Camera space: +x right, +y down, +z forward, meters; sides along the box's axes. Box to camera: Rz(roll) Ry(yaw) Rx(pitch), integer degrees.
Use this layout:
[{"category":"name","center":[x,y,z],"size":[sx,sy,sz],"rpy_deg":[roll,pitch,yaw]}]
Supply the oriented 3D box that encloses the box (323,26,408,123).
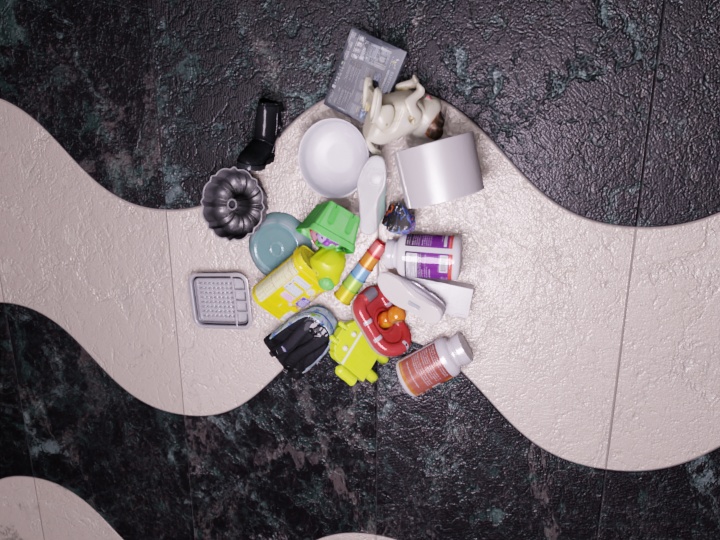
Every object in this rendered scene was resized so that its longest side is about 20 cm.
[{"category":"box","center":[0.014,-0.486,1.372],"size":[0.155,0.051,0.203],"rpy_deg":[25,108,6]}]

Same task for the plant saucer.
[{"category":"plant saucer","center":[-0.237,-0.064,1.547],"size":[0.195,0.036,0.205],"rpy_deg":[3,105,12]}]

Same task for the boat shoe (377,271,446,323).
[{"category":"boat shoe","center":[0.137,0.061,1.418],"size":[0.198,0.068,0.073],"rpy_deg":[28,122,18]}]

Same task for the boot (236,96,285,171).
[{"category":"boot","center":[-0.256,-0.355,1.399],"size":[0.072,0.199,0.165],"rpy_deg":[16,114,5]}]

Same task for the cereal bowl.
[{"category":"cereal bowl","center":[-0.063,-0.296,1.421],"size":[0.196,0.083,0.205],"rpy_deg":[3,104,12]}]

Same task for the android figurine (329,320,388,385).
[{"category":"android figurine","center":[-0.007,0.222,1.506],"size":[0.200,0.041,0.183],"rpy_deg":[45,69,-25]}]

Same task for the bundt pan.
[{"category":"bundt pan","center":[-0.343,-0.183,1.510],"size":[0.197,0.076,0.207],"rpy_deg":[1,94,16]}]

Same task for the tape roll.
[{"category":"tape roll","center":[0.191,-0.244,1.312],"size":[0.199,0.203,0.142],"rpy_deg":[-12,102,16]}]

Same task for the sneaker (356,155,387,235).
[{"category":"sneaker","center":[0.035,-0.207,1.397],"size":[0.072,0.119,0.204],"rpy_deg":[12,116,9]}]

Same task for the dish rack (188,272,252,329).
[{"category":"dish rack","center":[-0.415,0.087,1.623],"size":[0.195,0.044,0.176],"rpy_deg":[0,105,13]}]

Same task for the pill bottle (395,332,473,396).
[{"category":"pill bottle","center":[0.204,0.255,1.480],"size":[0.198,0.112,0.113],"rpy_deg":[-32,95,19]}]

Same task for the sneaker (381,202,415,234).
[{"category":"sneaker","center":[0.109,-0.127,1.372],"size":[0.077,0.200,0.077],"rpy_deg":[22,101,-9]}]

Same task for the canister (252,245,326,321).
[{"category":"canister","center":[-0.189,0.042,1.516],"size":[0.199,0.087,0.148],"rpy_deg":[-36,125,20]}]

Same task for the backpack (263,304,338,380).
[{"category":"backpack","center":[-0.154,0.189,1.545],"size":[0.164,0.154,0.200],"rpy_deg":[48,131,1]}]

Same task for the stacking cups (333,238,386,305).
[{"category":"stacking cups","center":[0.000,0.000,1.498],"size":[0.060,0.061,0.202],"rpy_deg":[34,105,3]}]

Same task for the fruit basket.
[{"category":"fruit basket","center":[-0.093,-0.062,1.408],"size":[0.154,0.217,0.217],"rpy_deg":[28,110,-17]}]

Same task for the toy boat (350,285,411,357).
[{"category":"toy boat","center":[0.074,0.133,1.458],"size":[0.130,0.130,0.202],"rpy_deg":[-24,100,50]}]

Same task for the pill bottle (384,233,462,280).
[{"category":"pill bottle","center":[0.166,-0.038,1.416],"size":[0.195,0.112,0.115],"rpy_deg":[5,105,13]}]

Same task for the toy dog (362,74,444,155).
[{"category":"toy dog","center":[0.111,-0.371,1.310],"size":[0.195,0.140,0.198],"rpy_deg":[-1,114,-13]}]

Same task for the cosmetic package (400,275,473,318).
[{"category":"cosmetic package","center":[0.203,0.064,1.465],"size":[0.196,0.051,0.084],"rpy_deg":[12,104,11]}]
